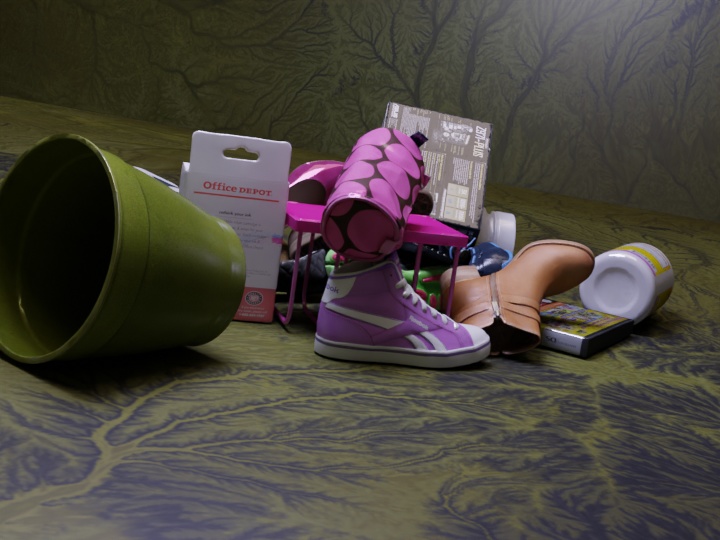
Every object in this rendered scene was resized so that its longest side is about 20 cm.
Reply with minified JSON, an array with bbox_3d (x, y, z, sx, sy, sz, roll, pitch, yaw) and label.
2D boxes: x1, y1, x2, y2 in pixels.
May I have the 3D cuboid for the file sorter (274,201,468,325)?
[{"bbox_3d":[0.000,0.000,1.323,0.198,0.127,0.139,5,11,-17],"label":"file sorter"}]

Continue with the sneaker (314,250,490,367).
[{"bbox_3d":[0.055,0.038,1.204,0.199,0.115,0.073,5,9,-25],"label":"sneaker"}]

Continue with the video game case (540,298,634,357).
[{"bbox_3d":[0.233,0.063,1.459,0.180,0.026,0.200,14,11,27],"label":"video game case"}]

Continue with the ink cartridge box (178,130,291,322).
[{"bbox_3d":[-0.145,-0.051,1.273,0.115,0.202,0.067,6,11,-14],"label":"ink cartridge box"}]

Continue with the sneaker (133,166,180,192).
[{"bbox_3d":[-0.297,-0.090,1.466,0.129,0.080,0.199,14,11,34],"label":"sneaker"}]

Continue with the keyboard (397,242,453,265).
[{"bbox_3d":[0.074,-0.037,1.535,0.103,0.040,0.200,17,-2,-3],"label":"keyboard"}]

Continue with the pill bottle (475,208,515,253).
[{"bbox_3d":[0.129,-0.052,1.743,0.198,0.115,0.114,8,10,-4],"label":"pill bottle"}]

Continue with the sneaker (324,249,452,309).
[{"bbox_3d":[0.032,0.012,1.463,0.199,0.077,0.084,14,0,-35],"label":"sneaker"}]

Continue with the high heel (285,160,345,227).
[{"bbox_3d":[-0.087,-0.078,1.452,0.199,0.068,0.096,-18,33,-13],"label":"high heel"}]

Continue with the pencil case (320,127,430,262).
[{"bbox_3d":[0.020,-0.081,1.224,0.094,0.091,0.200,39,31,-10],"label":"pencil case"}]

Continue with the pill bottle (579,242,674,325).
[{"bbox_3d":[0.379,0.017,1.609,0.104,0.105,0.200,13,11,24],"label":"pill bottle"}]

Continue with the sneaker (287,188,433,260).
[{"bbox_3d":[-0.006,-0.071,1.472,0.199,0.071,0.076,-23,39,7],"label":"sneaker"}]

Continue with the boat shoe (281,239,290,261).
[{"bbox_3d":[-0.152,-0.031,1.527,0.073,0.069,0.200,10,29,-37],"label":"boat shoe"}]

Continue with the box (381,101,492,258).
[{"bbox_3d":[0.098,-0.130,1.669,0.162,0.201,0.086,11,-34,-2],"label":"box"}]

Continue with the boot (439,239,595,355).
[{"bbox_3d":[0.193,0.038,1.339,0.198,0.074,0.155,-14,26,1],"label":"boot"}]

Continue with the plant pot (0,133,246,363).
[{"bbox_3d":[-0.214,-0.004,1.065,0.199,0.202,0.192,18,2,41],"label":"plant pot"}]

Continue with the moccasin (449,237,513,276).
[{"bbox_3d":[0.152,-0.008,1.541,0.068,0.081,0.200,-1,-5,-7],"label":"moccasin"}]

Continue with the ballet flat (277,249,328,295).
[{"bbox_3d":[-0.125,-0.003,1.394,0.199,0.057,0.066,5,-15,-36],"label":"ballet flat"}]
